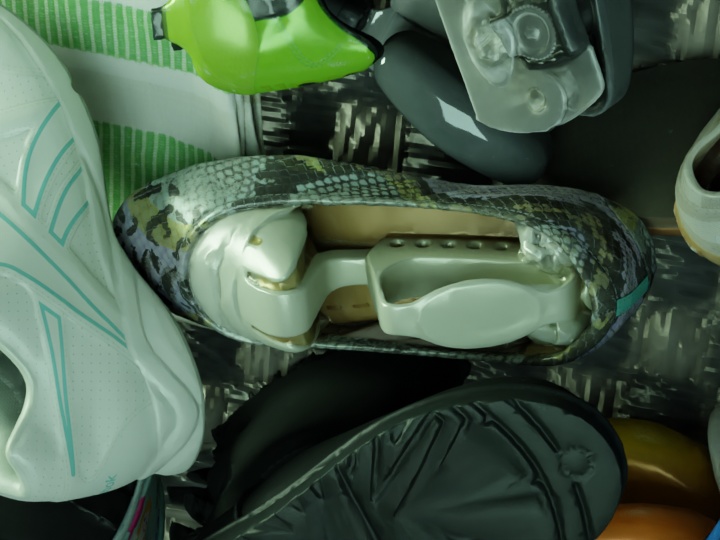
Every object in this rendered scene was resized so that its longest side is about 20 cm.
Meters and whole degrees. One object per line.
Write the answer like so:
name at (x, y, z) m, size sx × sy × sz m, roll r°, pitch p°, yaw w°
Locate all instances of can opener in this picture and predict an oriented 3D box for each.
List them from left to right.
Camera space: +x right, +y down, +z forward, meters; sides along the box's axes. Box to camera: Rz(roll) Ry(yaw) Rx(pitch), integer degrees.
can opener at (-0.009, -0.104, 0.910) m, size 0.199 × 0.066 × 0.053 m, roll 31°, pitch 114°, yaw 4°
can opener at (0.039, -0.144, 0.852) m, size 0.053 × 0.067 × 0.201 m, roll -13°, pitch 100°, yaw 38°

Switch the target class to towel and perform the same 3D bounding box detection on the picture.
towel at (-0.101, -0.075, 0.934) m, size 0.152 × 0.023 × 0.201 m, roll 12°, pitch 124°, yaw 26°

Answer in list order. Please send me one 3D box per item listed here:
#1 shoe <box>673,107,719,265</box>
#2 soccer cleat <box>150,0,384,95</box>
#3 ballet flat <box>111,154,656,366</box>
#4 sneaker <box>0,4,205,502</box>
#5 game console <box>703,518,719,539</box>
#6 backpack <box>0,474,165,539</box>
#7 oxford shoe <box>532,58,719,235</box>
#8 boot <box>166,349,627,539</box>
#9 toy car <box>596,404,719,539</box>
shoe at (0.191, -0.064, 0.825) m, size 0.199 × 0.053 × 0.070 m, roll -30°, pitch 61°, yaw 5°
soccer cleat at (-0.027, -0.158, 0.816) m, size 0.080 × 0.068 × 0.202 m, roll -2°, pitch 94°, yaw 7°
ballet flat at (0.000, 0.000, 0.877) m, size 0.199 × 0.072 × 0.073 m, roll 2°, pitch 113°, yaw 13°
sneaker at (-0.128, -0.011, 0.900) m, size 0.201 × 0.080 × 0.070 m, roll 64°, pitch 146°, yaw 11°
game console at (0.212, 0.083, 0.854) m, size 0.118 × 0.200 × 0.171 m, roll 44°, pitch 158°, yaw 15°
backpack at (-0.173, 0.093, 0.968) m, size 0.198 × 0.178 × 0.151 m, roll 4°, pitch 136°, yaw 7°
oxford shoe at (0.154, -0.031, 0.903) m, size 0.198 × 0.072 × 0.071 m, roll -1°, pitch 147°, yaw 22°
boot at (0.012, 0.070, 0.921) m, size 0.197 × 0.163 × 0.074 m, roll -29°, pitch 103°, yaw 20°
toy car at (0.124, 0.158, 0.939) m, size 0.174 × 0.150 × 0.201 m, roll -29°, pitch 104°, yaw 21°
